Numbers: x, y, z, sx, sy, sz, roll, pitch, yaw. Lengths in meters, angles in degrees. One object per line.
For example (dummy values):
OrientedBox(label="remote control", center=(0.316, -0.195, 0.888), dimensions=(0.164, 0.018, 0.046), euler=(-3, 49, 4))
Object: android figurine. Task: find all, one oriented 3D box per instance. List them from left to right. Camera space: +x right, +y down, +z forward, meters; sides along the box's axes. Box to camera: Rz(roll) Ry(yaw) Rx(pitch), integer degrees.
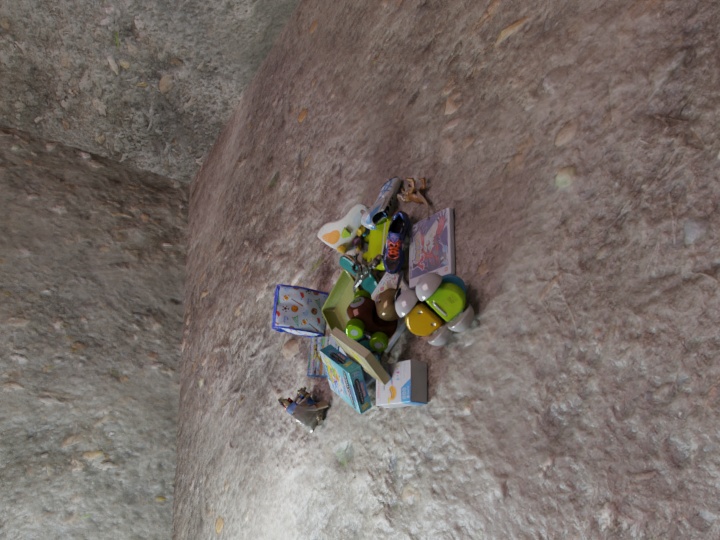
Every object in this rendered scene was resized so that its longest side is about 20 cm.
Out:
OrientedBox(label="android figurine", center=(0.075, -0.091, 1.828), dimensions=(0.199, 0.041, 0.185), euler=(-17, 64, 54))

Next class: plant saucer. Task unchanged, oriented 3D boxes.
OrientedBox(label="plant saucer", center=(-0.047, 0.125, 1.924), dimensions=(0.201, 0.047, 0.201), euler=(-60, 36, 22))

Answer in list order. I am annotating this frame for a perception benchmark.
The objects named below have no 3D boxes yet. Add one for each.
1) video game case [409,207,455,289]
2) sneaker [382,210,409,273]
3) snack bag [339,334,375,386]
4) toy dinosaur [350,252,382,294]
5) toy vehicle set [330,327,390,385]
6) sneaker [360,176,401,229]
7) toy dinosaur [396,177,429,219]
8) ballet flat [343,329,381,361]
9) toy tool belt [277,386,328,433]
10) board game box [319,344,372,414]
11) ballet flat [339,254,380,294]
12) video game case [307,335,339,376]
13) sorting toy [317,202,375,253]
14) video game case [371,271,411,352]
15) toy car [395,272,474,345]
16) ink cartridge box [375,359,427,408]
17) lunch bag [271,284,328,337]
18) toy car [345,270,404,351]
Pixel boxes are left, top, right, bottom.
OrientedBox(label="video game case", center=(0.207, -0.063, 1.633), dimensions=(0.181, 0.023, 0.204), euler=(-24, 58, 51))
OrientedBox(label="sneaker", center=(0.104, -0.091, 1.706), dimensions=(0.074, 0.078, 0.204), euler=(6, 84, 12))
OrientedBox(label="snack bag", center=(0.000, 0.295, 1.811), dimensions=(0.189, 0.021, 0.203), euler=(-46, 45, 39))
OrientedBox(label="toy dinosaur", center=(0.000, 0.000, 1.783), dimensions=(0.089, 0.047, 0.201), euler=(57, 137, 24))
OrientedBox(label="toy vehicle set", center=(-0.003, 0.247, 1.611), dimensions=(0.026, 0.125, 0.199), euler=(-43, 33, -14))
OrientedBox(label="sneaker", center=(0.080, -0.219, 1.828), dimensions=(0.072, 0.072, 0.201), euler=(30, 80, 25))
OrientedBox(label="toy dinosaur", center=(0.181, -0.232, 1.725), dimensions=(0.200, 0.059, 0.108), euler=(-144, 49, -61))
OrientedBox(label="ballet flat", center=(0.001, 0.245, 1.753), dimensions=(0.200, 0.073, 0.075), euler=(33, 105, 59))
OrientedBox(label="toy tool belt", center=(-0.196, 0.478, 1.974), dimensions=(0.123, 0.125, 0.199), euler=(-47, 34, -14))
OrientedBox(label="board game box", center=(-0.049, 0.338, 1.743), dimensions=(0.199, 0.046, 0.153), euler=(23, 133, 57))
OrientedBox(label="ballet flat", center=(0.012, 0.009, 1.856), dimensions=(0.200, 0.063, 0.069), euler=(43, 118, 24))
OrientedBox(label="video game case", center=(-0.131, 0.311, 2.006), dimensions=(0.199, 0.018, 0.146), euler=(-14, 67, 54))
OrientedBox(label="sorting toy", center=(-0.018, -0.161, 1.892), dimensions=(0.107, 0.199, 0.181), euler=(46, 119, 18))
OrientedBox(label="video game case", center=(0.090, 0.117, 1.723), dimensions=(0.201, 0.023, 0.183), euler=(-57, 43, 25))
OrientedBox(label="toy car", center=(0.206, 0.086, 1.482), dimensions=(0.200, 0.175, 0.150), euler=(-43, 8, 40))
OrientedBox(label="ink cartridge box", center=(0.103, 0.330, 1.595), dimensions=(0.199, 0.067, 0.117), euler=(-25, 58, 51))
OrientedBox(label="lunch bag", center=(-0.235, 0.150, 2.061), dimensions=(0.123, 0.198, 0.173), euler=(-19, 63, 52))
OrientedBox(label="toy car", center=(0.063, 0.094, 1.576), dimensions=(0.201, 0.156, 0.165), euler=(-56, 10, 35))
